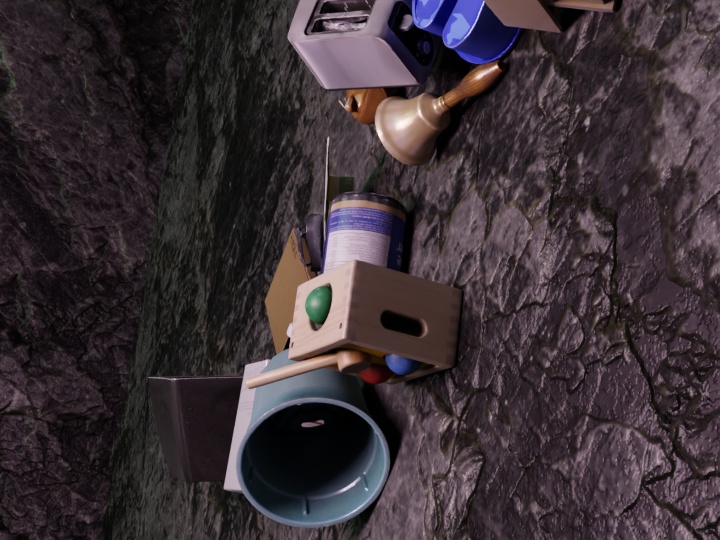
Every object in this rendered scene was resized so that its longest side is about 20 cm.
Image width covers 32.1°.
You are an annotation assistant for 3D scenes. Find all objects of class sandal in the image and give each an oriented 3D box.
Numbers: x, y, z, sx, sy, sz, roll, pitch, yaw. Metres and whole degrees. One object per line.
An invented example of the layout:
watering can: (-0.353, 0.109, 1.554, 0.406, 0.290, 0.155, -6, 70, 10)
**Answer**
sandal: (-0.080, -0.035, 1.952, 0.200, 0.043, 0.076, 96, 175, -76)

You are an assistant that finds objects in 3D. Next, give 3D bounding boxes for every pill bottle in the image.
pill bottle: (0.000, 0.000, 1.747, 0.112, 0.112, 0.200, 151, 129, -64)

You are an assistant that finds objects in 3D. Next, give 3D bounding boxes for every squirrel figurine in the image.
squirrel figurine: (0.017, -0.323, 1.884, 0.200, 0.141, 0.187, 137, 135, -62)

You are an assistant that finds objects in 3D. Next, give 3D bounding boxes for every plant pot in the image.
plant pot: (-0.249, 0.271, 2.167, 0.199, 0.200, 0.178, 171, 98, -69)
plant pot: (-0.068, 0.211, 1.708, 0.196, 0.200, 0.200, -99, 28, -65)

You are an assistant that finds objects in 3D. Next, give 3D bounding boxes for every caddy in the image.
caddy: (0.155, -0.360, 1.574, 0.141, 0.105, 0.200, 44, 121, 42)

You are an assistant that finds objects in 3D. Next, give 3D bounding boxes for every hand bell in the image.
hand bell: (0.118, -0.224, 1.640, 0.200, 0.104, 0.104, -31, 48, 49)

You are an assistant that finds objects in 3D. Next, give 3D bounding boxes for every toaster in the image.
toaster: (0.013, -0.345, 1.701, 0.200, 0.119, 0.181, 3, 60, 35)

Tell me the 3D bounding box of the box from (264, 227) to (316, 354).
box: (-0.122, 0.042, 2.188, 0.200, 0.021, 0.164, -110, 38, -57)

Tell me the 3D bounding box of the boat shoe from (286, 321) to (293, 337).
boat shoe: (-0.049, 0.090, 1.903, 0.200, 0.073, 0.065, 17, 88, 60)

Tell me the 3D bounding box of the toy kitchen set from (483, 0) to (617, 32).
toy kitchen set: (0.201, -0.375, 1.389, 0.163, 0.200, 0.181, 20, -98, -68)

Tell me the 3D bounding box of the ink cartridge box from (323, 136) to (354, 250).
ink cartridge box: (-0.033, -0.086, 1.897, 0.200, 0.048, 0.146, 98, 174, -58)

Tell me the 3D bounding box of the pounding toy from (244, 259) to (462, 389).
pounding toy: (-0.011, 0.085, 1.564, 0.184, 0.200, 0.142, -25, 54, 58)

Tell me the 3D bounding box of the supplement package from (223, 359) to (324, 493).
supplement package: (-0.124, 0.248, 1.919, 0.117, 0.117, 0.200, 161, 120, -66)
